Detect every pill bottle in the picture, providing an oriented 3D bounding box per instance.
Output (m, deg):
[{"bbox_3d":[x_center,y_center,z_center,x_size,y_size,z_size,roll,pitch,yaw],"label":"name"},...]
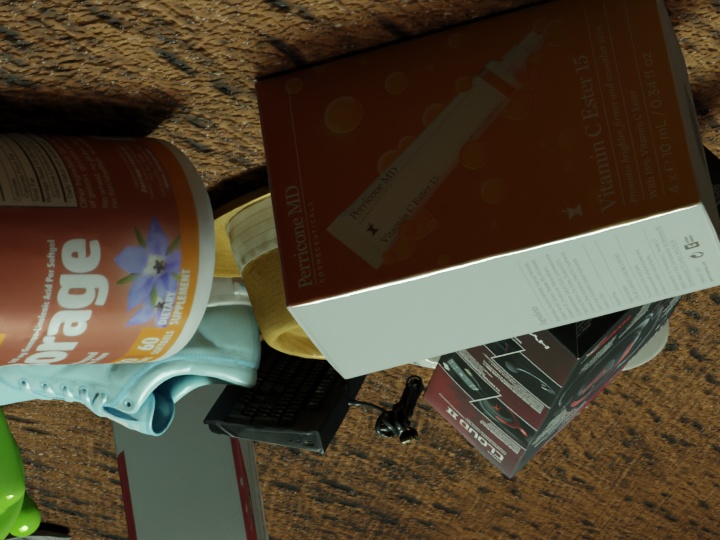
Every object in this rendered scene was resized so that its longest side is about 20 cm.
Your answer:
[{"bbox_3d":[-0.178,-0.009,1.243,0.199,0.113,0.112,-1,162,-35],"label":"pill bottle"}]

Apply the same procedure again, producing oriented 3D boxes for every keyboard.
[{"bbox_3d":[-0.019,0.075,1.637,0.127,0.021,0.200,9,-164,6],"label":"keyboard"}]

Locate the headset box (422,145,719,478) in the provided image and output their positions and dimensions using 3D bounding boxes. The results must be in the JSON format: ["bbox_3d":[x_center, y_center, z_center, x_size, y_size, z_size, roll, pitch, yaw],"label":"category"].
[{"bbox_3d":[0.120,0.019,1.463,0.149,0.075,0.200,-43,168,-23],"label":"headset box"}]

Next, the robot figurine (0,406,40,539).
[{"bbox_3d":[-0.296,0.145,1.711,0.175,0.116,0.200,-14,171,-42],"label":"robot figurine"}]

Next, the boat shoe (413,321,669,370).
[{"bbox_3d":[0.104,0.038,1.719,0.199,0.072,0.068,-8,180,-25],"label":"boat shoe"}]

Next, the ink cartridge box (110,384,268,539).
[{"bbox_3d":[-0.114,0.142,1.772,0.083,0.147,0.200,-10,164,-1],"label":"ink cartridge box"}]

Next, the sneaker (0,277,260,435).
[{"bbox_3d":[-0.153,0.064,1.585,0.199,0.082,0.074,-17,163,20],"label":"sneaker"}]

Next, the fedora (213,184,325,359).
[{"bbox_3d":[0.000,0.000,1.461,0.200,0.082,0.201,-11,166,-3],"label":"fedora"}]

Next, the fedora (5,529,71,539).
[{"bbox_3d":[-0.331,0.278,2.212,0.176,0.091,0.200,-17,164,22],"label":"fedora"}]

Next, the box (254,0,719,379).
[{"bbox_3d":[0.063,-0.042,1.254,0.199,0.125,0.098,-15,154,11],"label":"box"}]
